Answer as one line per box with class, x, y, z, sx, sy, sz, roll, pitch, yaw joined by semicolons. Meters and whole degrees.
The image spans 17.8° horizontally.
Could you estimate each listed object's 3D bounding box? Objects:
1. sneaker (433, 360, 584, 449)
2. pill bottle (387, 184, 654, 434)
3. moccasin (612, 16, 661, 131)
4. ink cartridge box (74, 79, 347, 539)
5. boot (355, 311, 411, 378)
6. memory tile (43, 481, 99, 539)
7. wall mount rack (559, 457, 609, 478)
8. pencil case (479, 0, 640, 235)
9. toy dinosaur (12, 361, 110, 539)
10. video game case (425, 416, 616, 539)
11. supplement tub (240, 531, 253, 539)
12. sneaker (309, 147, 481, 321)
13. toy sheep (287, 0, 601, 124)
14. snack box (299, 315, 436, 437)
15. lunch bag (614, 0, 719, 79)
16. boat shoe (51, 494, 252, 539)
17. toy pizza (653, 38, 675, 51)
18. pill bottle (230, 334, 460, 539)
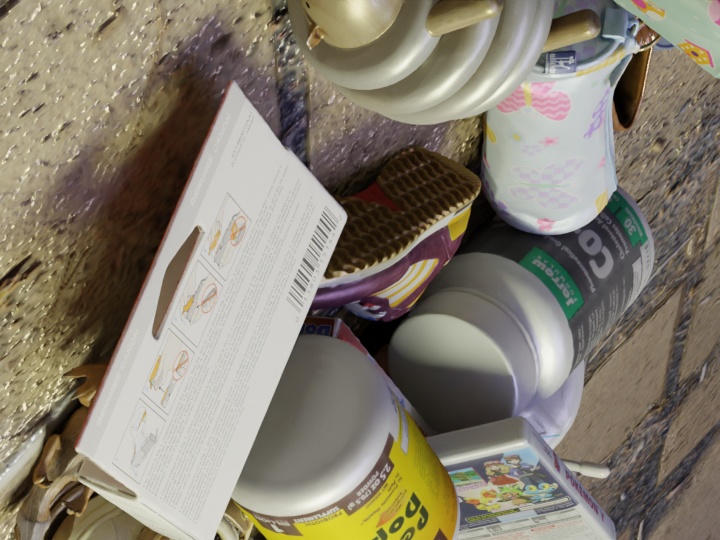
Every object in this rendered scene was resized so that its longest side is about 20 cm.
sneaker;0.087;0.115;1.595;0.201;0.070;0.080;-57;148;-5
pill bottle;0.106;0.022;1.521;0.200;0.113;0.113;-44;160;-47
moccasin;0.167;-0.163;1.439;0.074;0.078;0.202;-36;153;-34
ink cartridge box;-0.087;0.022;1.174;0.201;0.044;0.176;-68;154;-14
boot;0.012;0.128;1.596;0.189;0.068;0.200;-52;158;1
memory tile;-0.135;0.144;1.391;0.200;0.017;0.154;-33;152;-42
wall mount rack;0.086;0.193;1.692;0.173;0.074;0.201;-16;-132;52
pencil case;0.120;-0.103;1.425;0.090;0.084;0.200;-4;150;-2
toy dinosaur;-0.129;0.071;1.255;0.200;0.060;0.106;-44;180;-4
video game case;0.046;0.159;1.504;0.199;0.023;0.182;-14;148;19
supplement tub;-0.112;0.276;1.463;0.200;0.145;0.146;-45;158;-15
sneaker;0.000;0.000;1.359;0.200;0.075;0.090;-27;142;-47
toy sheep;0.040;-0.136;1.149;0.200;0.138;0.138;10;117;-52
snack box;-0.015;0.074;1.409;0.200;0.071;0.024;52;47;-59
lunch bag;0.206;-0.234;1.281;0.200;0.170;0.122;-50;166;-7
boat shoe;-0.100;0.149;1.354;0.200;0.066;0.074;-29;149;-47
toy pizza;0.238;-0.237;1.536;0.200;0.032;0.201;-43;156;-25
pill bottle;-0.008;0.127;1.337;0.109;0.109;0.200;-48;146;-10
